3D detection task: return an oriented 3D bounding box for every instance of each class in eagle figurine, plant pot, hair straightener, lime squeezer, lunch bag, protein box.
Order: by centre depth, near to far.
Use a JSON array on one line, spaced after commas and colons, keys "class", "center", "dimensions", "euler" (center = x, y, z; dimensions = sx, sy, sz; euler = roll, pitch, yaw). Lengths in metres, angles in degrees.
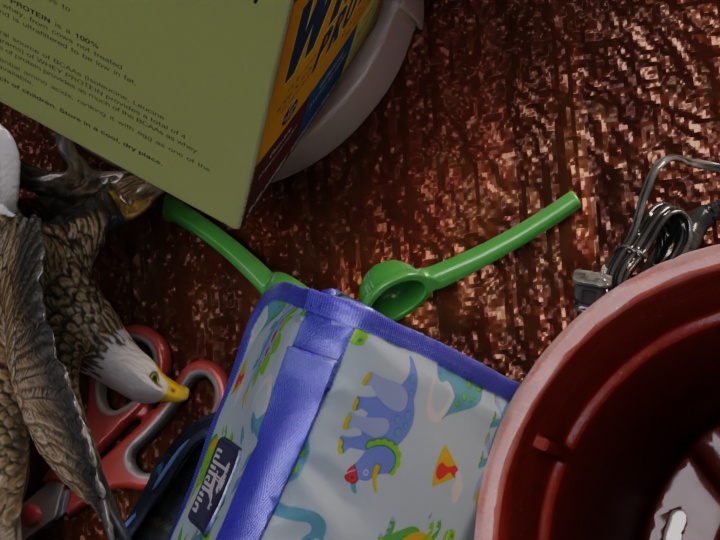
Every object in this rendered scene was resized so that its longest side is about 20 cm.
[{"class": "plant pot", "center": [0.158, 0.105, 0.705], "dimensions": [0.200, 0.195, 0.202], "euler": [-3, 79, 15]}, {"class": "protein box", "center": [-0.088, -0.159, 0.772], "dimensions": [0.198, 0.200, 0.135], "euler": [28, 59, 5]}, {"class": "lunch bag", "center": [-0.011, 0.103, 0.776], "dimensions": [0.127, 0.200, 0.171], "euler": [20, 86, 18]}, {"class": "hair straightener", "center": [0.112, 0.022, 0.792], "dimensions": [0.041, 0.077, 0.200], "euler": [20, 58, 28]}, {"class": "eagle figurine", "center": [-0.140, 0.037, 0.827], "dimensions": [0.150, 0.152, 0.201], "euler": [12, 54, 6]}, {"class": "lime squeezer", "center": [0.000, 0.000, 0.887], "dimensions": [0.199, 0.038, 0.071], "euler": [-1, 48, 17]}]

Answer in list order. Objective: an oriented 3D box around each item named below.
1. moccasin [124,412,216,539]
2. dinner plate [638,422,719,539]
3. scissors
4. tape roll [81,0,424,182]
[{"class": "moccasin", "center": [-0.102, 0.150, 0.858], "dimensions": [0.080, 0.068, 0.201], "euler": [20, 90, 14]}, {"class": "dinner plate", "center": [0.171, 0.118, 0.814], "dimensions": [0.199, 0.024, 0.201], "euler": [-3, 79, 16]}, {"class": "scissors", "center": [-0.140, 0.112, 0.909], "dimensions": [0.073, 0.014, 0.200], "euler": [40, 90, 17]}, {"class": "tape roll", "center": [-0.069, -0.137, 0.926], "dimensions": [0.202, 0.037, 0.204], "euler": [-3, 78, 16]}]
